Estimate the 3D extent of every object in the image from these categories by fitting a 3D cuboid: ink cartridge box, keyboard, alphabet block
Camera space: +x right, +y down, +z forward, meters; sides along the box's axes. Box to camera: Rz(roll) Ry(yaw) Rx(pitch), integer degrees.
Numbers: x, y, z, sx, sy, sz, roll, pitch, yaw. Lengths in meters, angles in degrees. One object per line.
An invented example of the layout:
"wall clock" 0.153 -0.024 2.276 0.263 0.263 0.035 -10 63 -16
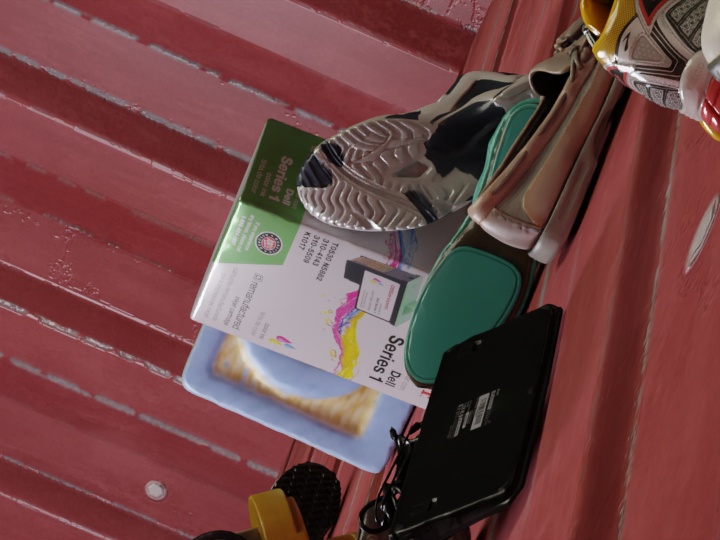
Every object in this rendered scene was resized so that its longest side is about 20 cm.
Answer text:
"ink cartridge box" 0.000 0.000 1.886 0.145 0.199 0.084 116 173 -49
"keyboard" 0.061 0.094 1.455 0.104 0.040 0.200 -23 20 22
"alphabet block" -0.023 0.023 2.306 0.200 0.194 0.197 -72 7 -74

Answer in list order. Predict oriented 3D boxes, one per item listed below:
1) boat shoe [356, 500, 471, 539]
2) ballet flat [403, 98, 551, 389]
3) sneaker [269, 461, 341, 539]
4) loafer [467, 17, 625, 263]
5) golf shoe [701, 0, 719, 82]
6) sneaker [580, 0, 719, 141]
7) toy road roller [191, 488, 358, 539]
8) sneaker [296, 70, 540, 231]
"boat shoe" -0.006 0.213 1.479 0.075 0.073 0.201 -85 19 -83
"ballet flat" 0.092 -0.012 1.740 0.201 0.067 0.070 -67 -22 3
"sneaker" -0.078 0.276 2.583 0.090 0.070 0.201 122 170 -54
"loafer" 0.125 -0.102 1.667 0.072 0.063 0.201 119 173 -64
"golf shoe" 0.167 -0.172 1.108 0.077 0.088 0.201 136 155 -80
"sneaker" 0.144 -0.125 1.221 0.200 0.082 0.078 -72 6 -71
"toy road roller" -0.039 0.243 1.775 0.123 0.145 0.201 129 127 -81
"sneaker" 0.057 -0.083 1.834 0.198 0.080 0.130 -25 3 6
